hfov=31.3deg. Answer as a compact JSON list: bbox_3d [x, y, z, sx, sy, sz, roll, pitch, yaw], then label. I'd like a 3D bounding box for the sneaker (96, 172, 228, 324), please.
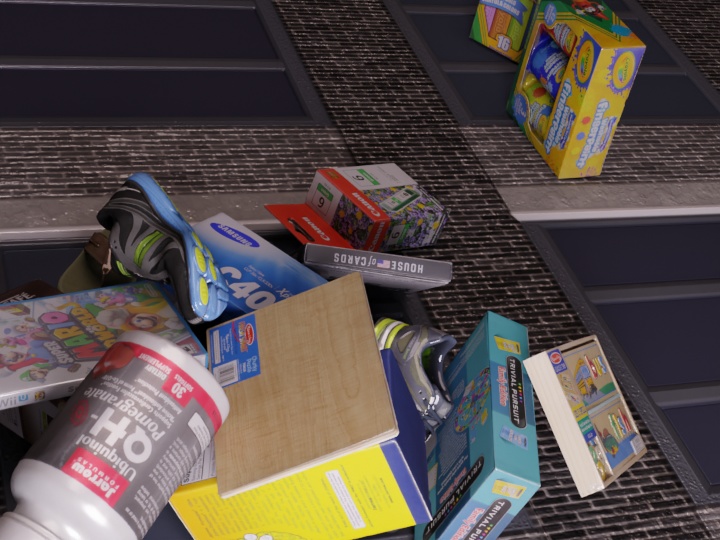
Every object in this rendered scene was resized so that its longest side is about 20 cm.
[{"bbox_3d":[-0.185,-0.011,1.184,0.083,0.071,0.200,-39,50,-3],"label":"sneaker"}]

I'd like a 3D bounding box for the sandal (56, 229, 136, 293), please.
[{"bbox_3d":[-0.261,-0.018,1.351,0.079,0.058,0.202,16,38,2],"label":"sandal"}]

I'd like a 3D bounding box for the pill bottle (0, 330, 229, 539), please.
[{"bbox_3d":[-0.197,0.153,0.988,0.110,0.111,0.201,26,59,14],"label":"pill bottle"}]

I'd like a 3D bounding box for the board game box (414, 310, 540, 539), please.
[{"bbox_3d":[0.103,0.160,1.173,0.047,0.151,0.201,21,37,-14],"label":"board game box"}]

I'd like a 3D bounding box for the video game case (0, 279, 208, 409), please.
[{"bbox_3d":[-0.250,0.061,1.116,0.198,0.018,0.143,-10,32,-26],"label":"video game case"}]

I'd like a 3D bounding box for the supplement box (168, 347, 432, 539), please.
[{"bbox_3d":[-0.050,0.161,1.091,0.198,0.110,0.109,-15,39,11],"label":"supplement box"}]

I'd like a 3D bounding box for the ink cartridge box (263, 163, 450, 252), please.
[{"bbox_3d":[-0.002,-0.071,1.477,0.199,0.051,0.109,-9,42,-46],"label":"ink cartridge box"}]

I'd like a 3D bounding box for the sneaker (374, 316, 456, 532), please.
[{"bbox_3d":[0.041,0.139,1.179,0.080,0.074,0.202,-4,71,32],"label":"sneaker"}]

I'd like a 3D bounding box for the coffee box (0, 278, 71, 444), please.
[{"bbox_3d":[-0.270,0.093,1.159,0.199,0.080,0.113,24,35,32],"label":"coffee box"}]

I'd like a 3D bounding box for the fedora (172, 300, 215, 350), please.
[{"bbox_3d":[-0.099,0.104,1.227,0.198,0.091,0.177,8,37,3],"label":"fedora"}]

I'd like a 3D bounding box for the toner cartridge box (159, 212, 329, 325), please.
[{"bbox_3d":[-0.101,0.020,1.225,0.199,0.043,0.095,32,42,31],"label":"toner cartridge box"}]

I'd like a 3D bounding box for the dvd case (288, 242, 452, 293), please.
[{"bbox_3d":[0.000,0.000,1.337,0.149,0.025,0.200,7,-6,-10],"label":"dvd case"}]

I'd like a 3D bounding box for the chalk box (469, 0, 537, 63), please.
[{"bbox_3d":[0.263,-0.425,1.907,0.123,0.201,0.125,32,41,21],"label":"chalk box"}]

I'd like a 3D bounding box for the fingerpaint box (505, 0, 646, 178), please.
[{"bbox_3d":[0.279,-0.252,1.701,0.073,0.201,0.167,-6,43,-23],"label":"fingerpaint box"}]

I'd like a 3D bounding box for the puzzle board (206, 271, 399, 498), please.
[{"bbox_3d":[-0.053,0.092,1.071,0.150,0.017,0.201,-21,38,6],"label":"puzzle board"}]

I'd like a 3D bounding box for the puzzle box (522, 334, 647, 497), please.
[{"bbox_3d":[0.219,0.132,1.229,0.134,0.025,0.200,66,22,7],"label":"puzzle box"}]
